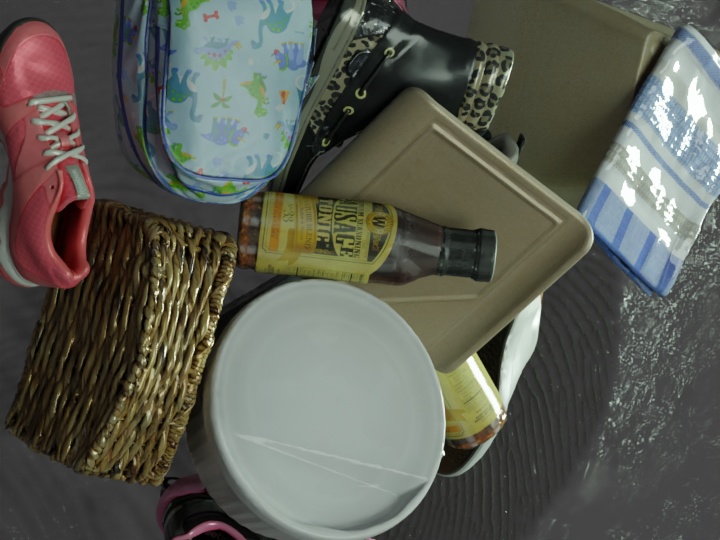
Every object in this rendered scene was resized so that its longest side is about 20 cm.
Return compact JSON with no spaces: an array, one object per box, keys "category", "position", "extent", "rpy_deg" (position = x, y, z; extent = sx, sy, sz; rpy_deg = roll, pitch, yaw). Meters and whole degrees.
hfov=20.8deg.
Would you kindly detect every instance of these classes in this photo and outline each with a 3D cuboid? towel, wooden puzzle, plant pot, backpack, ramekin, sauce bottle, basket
[{"category":"towel","position":[0.264,-0.092,1.664],"extent":[0.147,0.024,0.200],"rpy_deg":[40,75,-42]},{"category":"wooden puzzle","position":[0.055,-0.031,1.562],"extent":[0.200,0.037,0.185],"rpy_deg":[37,115,-20]},{"category":"plant pot","position":[0.213,-0.145,1.741],"extent":[0.200,0.177,0.201],"rpy_deg":[11,94,-43]},{"category":"backpack","position":[-0.112,-0.151,1.471],"extent":[0.163,0.154,0.201],"rpy_deg":[5,112,-35]},{"category":"ramekin","position":[-0.042,0.116,1.500],"extent":[0.202,0.094,0.203],"rpy_deg":[10,68,-26]},{"category":"sauce bottle","position":[0.057,0.062,1.678],"extent":[0.066,0.066,0.200],"rpy_deg":[-44,118,-25]},{"category":"sauce bottle","position":[0.004,-0.023,1.509],"extent":[0.199,0.066,0.066],"rpy_deg":[4,101,-4]},{"category":"basket","position":[-0.150,0.060,1.481],"extent":[0.149,0.143,0.201],"rpy_deg":[18,89,-43]}]

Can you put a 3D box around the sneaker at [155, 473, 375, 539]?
[{"category":"sneaker","position":[-0.066,0.229,1.529],"extent":[0.199,0.095,0.079],"rpy_deg":[18,102,-7]}]

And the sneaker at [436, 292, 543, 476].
[{"category":"sneaker","position":[0.122,0.097,1.795],"extent":[0.085,0.073,0.201],"rpy_deg":[10,104,-61]}]

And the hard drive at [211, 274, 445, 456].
[{"category":"hard drive","position":[-0.030,0.097,1.600],"extent":[0.139,0.033,0.201],"rpy_deg":[-30,101,-26]}]

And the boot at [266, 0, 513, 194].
[{"category":"boot","position":[0.018,-0.119,1.554],"extent":[0.153,0.074,0.204],"rpy_deg":[16,125,-13]}]

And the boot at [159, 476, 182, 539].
[{"category":"boot","position":[-0.076,0.249,1.618],"extent":[0.174,0.069,0.201],"rpy_deg":[-14,84,-25]}]

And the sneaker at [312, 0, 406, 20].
[{"category":"sneaker","position":[0.019,-0.198,1.616],"extent":[0.096,0.079,0.200],"rpy_deg":[-63,143,-41]}]

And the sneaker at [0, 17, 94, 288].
[{"category":"sneaker","position":[-0.220,-0.081,1.416],"extent":[0.074,0.087,0.201],"rpy_deg":[-13,110,-40]}]

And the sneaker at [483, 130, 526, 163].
[{"category":"sneaker","position":[0.108,-0.052,1.668],"extent":[0.130,0.080,0.199],"rpy_deg":[-42,124,7]}]
